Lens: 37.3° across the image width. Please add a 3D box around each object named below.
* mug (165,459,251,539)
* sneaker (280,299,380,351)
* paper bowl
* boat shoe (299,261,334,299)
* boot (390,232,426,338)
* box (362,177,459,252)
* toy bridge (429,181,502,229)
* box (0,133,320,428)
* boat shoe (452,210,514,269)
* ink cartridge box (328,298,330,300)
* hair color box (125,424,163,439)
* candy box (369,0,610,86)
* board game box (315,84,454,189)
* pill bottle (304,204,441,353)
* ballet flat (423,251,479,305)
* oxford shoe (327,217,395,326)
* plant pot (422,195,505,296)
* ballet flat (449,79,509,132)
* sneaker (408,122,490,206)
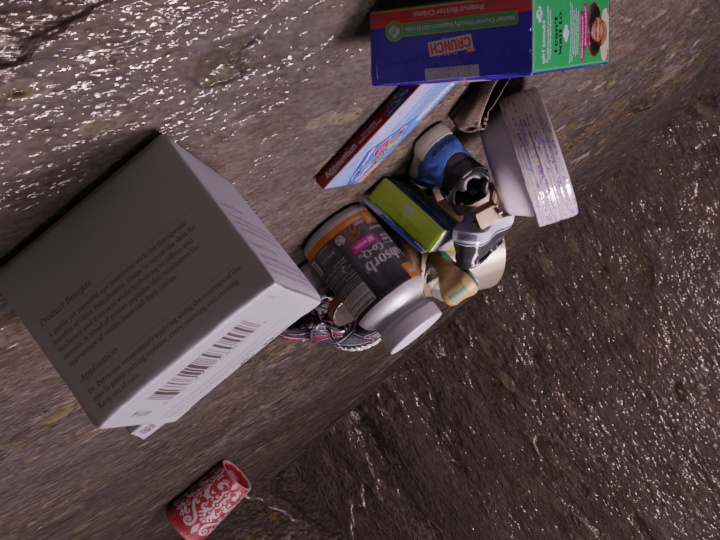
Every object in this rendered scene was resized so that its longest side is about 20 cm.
[{"bbox_3d":[-0.404,0.592,2.813,0.200,0.178,0.133,-44,133,5],"label":"mug"},{"bbox_3d":[-0.053,0.085,1.699,0.199,0.081,0.075,-1,167,8],"label":"sneaker"},{"bbox_3d":[0.244,-0.162,1.578,0.104,0.201,0.201,-17,172,10],"label":"paper bowl"},{"bbox_3d":[-0.043,0.017,1.693,0.072,0.069,0.200,-42,169,16],"label":"boat shoe"},{"bbox_3d":[0.079,0.020,1.656,0.076,0.073,0.200,-54,145,-41],"label":"boot"},{"bbox_3d":[0.086,-0.080,1.574,0.048,0.122,0.200,-51,168,12],"label":"box"},{"bbox_3d":[0.167,-0.107,1.573,0.067,0.027,0.200,-28,-158,-8],"label":"toy bridge"},{"bbox_3d":[-0.176,0.017,0.976,0.199,0.171,0.200,-39,170,3],"label":"box"},{"bbox_3d":[0.178,-0.050,1.575,0.200,0.068,0.057,-31,125,-63],"label":"boat shoe"},{"bbox_3d":[-0.017,0.042,1.960,0.200,0.050,0.161,-39,170,25],"label":"ink cartridge box"},{"bbox_3d":[-0.266,0.162,1.575,0.200,0.061,0.099,-38,169,-8],"label":"hair color box"},{"bbox_3d":[0.129,-0.225,1.032,0.169,0.077,0.200,3,-164,32],"label":"candy box"},{"bbox_3d":[0.036,-0.175,1.298,0.200,0.019,0.103,-44,166,27],"label":"board game box"},{"bbox_3d":[0.019,0.013,1.533,0.116,0.200,0.116,-38,170,-8],"label":"pill bottle"},{"bbox_3d":[0.123,0.008,1.600,0.063,0.069,0.200,-44,-169,2],"label":"ballet flat"},{"bbox_3d":[0.000,0.000,1.647,0.200,0.071,0.071,-55,148,-24],"label":"oxford shoe"},{"bbox_3d":[0.105,-0.032,1.771,0.200,0.188,0.187,-18,161,-25],"label":"plant pot"},{"bbox_3d":[0.182,-0.247,1.412,0.067,0.046,0.200,-31,167,-39],"label":"ballet flat"},{"bbox_3d":[0.132,-0.132,1.543,0.077,0.111,0.200,-37,169,-8],"label":"sneaker"}]
